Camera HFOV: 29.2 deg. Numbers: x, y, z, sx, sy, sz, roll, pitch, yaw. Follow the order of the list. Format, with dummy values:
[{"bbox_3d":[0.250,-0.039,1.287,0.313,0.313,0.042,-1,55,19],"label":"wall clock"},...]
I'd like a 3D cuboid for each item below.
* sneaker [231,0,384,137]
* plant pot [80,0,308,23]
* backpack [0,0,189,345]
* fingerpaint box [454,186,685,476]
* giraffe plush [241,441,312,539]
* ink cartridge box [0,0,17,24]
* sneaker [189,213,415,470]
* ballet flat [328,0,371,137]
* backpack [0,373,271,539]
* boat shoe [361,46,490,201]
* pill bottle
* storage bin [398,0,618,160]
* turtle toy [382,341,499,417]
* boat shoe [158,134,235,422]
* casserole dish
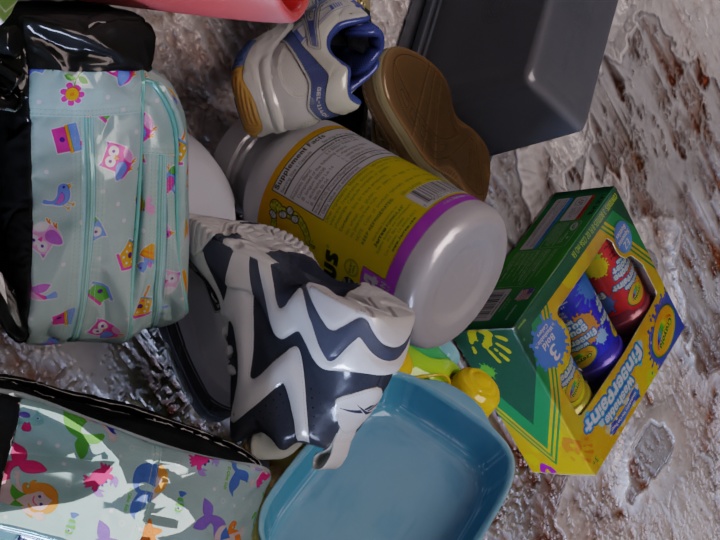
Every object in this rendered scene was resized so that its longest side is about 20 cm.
[{"bbox_3d":[-0.021,-0.157,0.949,0.200,0.088,0.075,-76,155,-47],"label":"sneaker"},{"bbox_3d":[-0.126,-0.229,0.758,0.200,0.177,0.201,-2,90,-81],"label":"plant pot"},{"bbox_3d":[-0.165,-0.053,0.804,0.126,0.167,0.200,-3,104,-13],"label":"backpack"},{"bbox_3d":[0.190,0.052,1.216,0.200,0.073,0.167,-49,120,-36],"label":"fingerpaint box"},{"bbox_3d":[-0.045,0.191,0.918,0.162,0.200,0.173,51,42,1],"label":"giraffe plush"},{"bbox_3d":[-0.285,-0.131,0.707,0.104,0.200,0.059,55,17,-26],"label":"ink cartridge box"},{"bbox_3d":[-0.060,0.049,0.828,0.079,0.199,0.130,4,108,-51],"label":"sneaker"},{"bbox_3d":[-0.010,-0.131,1.042,0.066,0.057,0.200,13,77,-45],"label":"ballet flat"},{"bbox_3d":[-0.156,0.141,0.772,0.200,0.178,0.151,14,74,-31],"label":"backpack"},{"bbox_3d":[0.038,-0.102,1.047,0.200,0.064,0.071,45,52,-56],"label":"boat shoe"},{"bbox_3d":[-0.007,-0.036,0.930,0.104,0.200,0.104,-36,142,-34],"label":"pill bottle"},{"bbox_3d":[0.132,-0.184,1.136,0.146,0.134,0.200,35,64,-38],"label":"storage bin"},{"bbox_3d":[-0.006,0.083,0.985,0.200,0.146,0.101,22,35,-27],"label":"turtle toy"},{"bbox_3d":[-0.114,0.004,0.921,0.072,0.068,0.200,-11,73,-38],"label":"boat shoe"},{"bbox_3d":[0.015,0.146,0.855,0.121,0.039,0.200,33,46,9],"label":"casserole dish"}]
